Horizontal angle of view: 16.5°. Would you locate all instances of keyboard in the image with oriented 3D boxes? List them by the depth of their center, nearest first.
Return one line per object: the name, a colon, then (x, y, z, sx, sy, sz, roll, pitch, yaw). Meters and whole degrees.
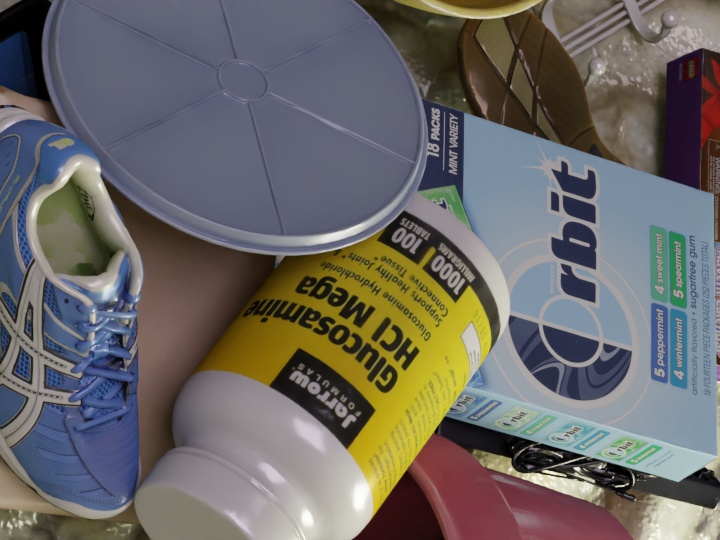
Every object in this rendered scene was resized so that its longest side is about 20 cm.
keyboard: (0.128, 0.093, 1.432, 0.199, 0.104, 0.040, 15, 105, -24)

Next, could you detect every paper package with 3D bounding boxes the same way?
paper package: (-0.145, 0.019, 1.248, 0.190, 0.103, 0.202, 11, 88, -37)

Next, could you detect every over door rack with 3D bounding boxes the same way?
over door rack: (0.143, -0.233, 1.536, 0.147, 0.067, 0.201, -32, 94, -30)

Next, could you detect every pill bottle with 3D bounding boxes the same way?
pill bottle: (-0.020, 0.061, 1.214, 0.112, 0.112, 0.200, 44, 59, -11)

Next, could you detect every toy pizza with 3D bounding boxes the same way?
toy pizza: (-0.062, -0.083, 1.218, 0.199, 0.032, 0.201, 14, 49, -16)

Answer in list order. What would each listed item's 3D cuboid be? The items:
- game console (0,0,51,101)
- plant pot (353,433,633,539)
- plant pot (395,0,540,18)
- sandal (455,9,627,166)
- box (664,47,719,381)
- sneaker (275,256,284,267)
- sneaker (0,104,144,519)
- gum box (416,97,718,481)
game console: (-0.199, -0.008, 1.279, 0.200, 0.116, 0.176, -35, 85, -28)
plant pot: (0.052, 0.185, 1.336, 0.178, 0.199, 0.202, 5, 76, -42)
plant pot: (0.025, -0.241, 1.423, 0.199, 0.142, 0.202, -1, 92, -35)
sandal: (0.112, -0.070, 1.495, 0.200, 0.054, 0.080, 52, 57, -24)
box: (0.253, -0.027, 1.554, 0.136, 0.039, 0.202, 11, 73, -31)
sneaker: (0.000, 0.000, 1.406, 0.199, 0.076, 0.081, -13, 83, -30)
sneaker: (-0.137, 0.026, 1.143, 0.075, 0.077, 0.201, -27, 114, -33)
gum box: (0.106, 0.011, 1.389, 0.199, 0.045, 0.171, 17, 59, -22)
